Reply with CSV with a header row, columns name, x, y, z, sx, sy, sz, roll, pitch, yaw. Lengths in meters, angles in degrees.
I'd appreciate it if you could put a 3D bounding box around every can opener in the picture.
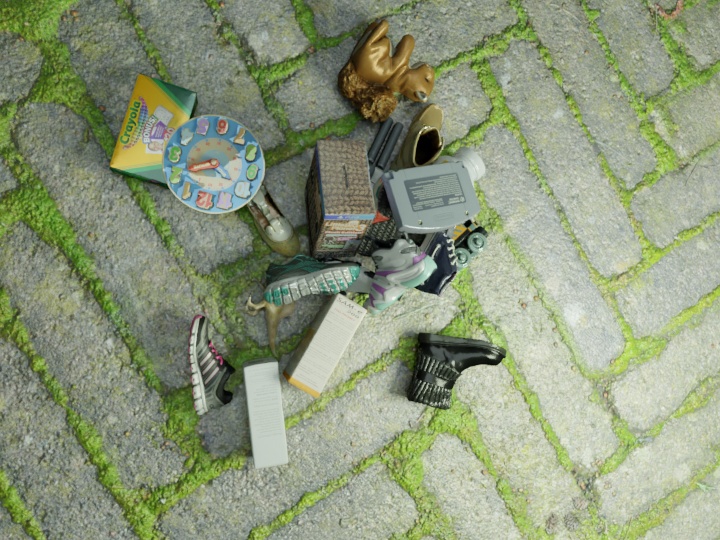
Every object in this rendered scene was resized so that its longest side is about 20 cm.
name,x,y,z,sx,sy,sz,roll,pitch,yaw
can opener,0.039,-0.245,1.316,0.052,0.066,0.201,27,77,-9

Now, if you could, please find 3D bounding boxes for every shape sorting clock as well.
name,x,y,z,sx,sy,sz,roll,pitch,yaw
shape sorting clock,-0.289,-0.211,1.188,0.199,0.039,0.201,0,89,-12

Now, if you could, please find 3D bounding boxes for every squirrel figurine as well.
name,x,y,z,sx,sy,sz,roll,pitch,yaw
squirrel figurine,0.060,-0.415,1.309,0.186,0.142,0.200,34,94,-20

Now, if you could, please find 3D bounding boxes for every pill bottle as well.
name,x,y,z,sx,sy,sz,roll,pitch,yaw
pill bottle,0.176,-0.179,1.317,0.200,0.112,0.112,-41,96,-12

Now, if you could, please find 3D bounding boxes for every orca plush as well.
name,x,y,z,sx,sy,sz,roll,pitch,yaw
orca plush,0.000,0.000,1.286,0.199,0.106,0.071,5,47,6

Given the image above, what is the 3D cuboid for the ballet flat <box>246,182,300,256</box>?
name,x,y,z,sx,sy,sz,roll,pitch,yaw
ballet flat,-0.192,-0.115,1.250,0.071,0.071,0.201,-34,95,-13

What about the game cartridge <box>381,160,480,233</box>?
name,x,y,z,sx,sy,sz,roll,pitch,yaw
game cartridge,0.145,-0.145,1.205,0.199,0.041,0.134,-13,86,-28

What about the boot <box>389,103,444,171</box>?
name,x,y,z,sx,sy,sz,roll,pitch,yaw
boot,0.143,-0.290,1.292,0.073,0.155,0.201,33,80,-9

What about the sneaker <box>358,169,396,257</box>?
name,x,y,z,sx,sy,sz,roll,pitch,yaw
sneaker,0.044,-0.123,1.287,0.070,0.094,0.200,13,125,-11

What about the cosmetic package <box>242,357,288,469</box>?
name,x,y,z,sx,sy,sz,roll,pitch,yaw
cosmetic package,-0.193,0.283,1.211,0.074,0.102,0.201,-8,90,-12

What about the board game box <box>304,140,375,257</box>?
name,x,y,z,sx,sy,sz,roll,pitch,yaw
board game box,-0.047,-0.137,1.197,0.096,0.200,0.160,-2,68,-13

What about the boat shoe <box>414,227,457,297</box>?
name,x,y,z,sx,sy,sz,roll,pitch,yaw
boat shoe,0.175,-0.038,1.247,0.092,0.075,0.201,30,84,24

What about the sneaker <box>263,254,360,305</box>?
name,x,y,z,sx,sy,sz,roll,pitch,yaw
sneaker,-0.102,0.001,1.213,0.199,0.078,0.092,-11,56,-5

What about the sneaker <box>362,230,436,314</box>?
name,x,y,z,sx,sy,sz,roll,pitch,yaw
sneaker,0.044,-0.007,1.201,0.140,0.200,0.078,51,34,1

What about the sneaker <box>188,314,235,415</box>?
name,x,y,z,sx,sy,sz,roll,pitch,yaw
sneaker,-0.297,0.186,1.207,0.087,0.074,0.201,-5,93,-13

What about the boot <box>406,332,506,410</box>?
name,x,y,z,sx,sy,sz,roll,pitch,yaw
boot,0.211,0.228,1.318,0.210,0.079,0.159,8,78,-2

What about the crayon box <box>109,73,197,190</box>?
name,x,y,z,sx,sy,sz,roll,pitch,yaw
crayon box,-0.414,-0.277,1.210,0.118,0.058,0.201,16,84,-12

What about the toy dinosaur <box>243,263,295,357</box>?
name,x,y,z,sx,sy,sz,roll,pitch,yaw
toy dinosaur,-0.187,0.076,1.245,0.101,0.058,0.201,14,84,-13

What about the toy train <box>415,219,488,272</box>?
name,x,y,z,sx,sy,sz,roll,pitch,yaw
toy train,0.191,-0.046,1.332,0.200,0.085,0.114,-42,87,-12

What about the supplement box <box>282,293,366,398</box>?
name,x,y,z,sx,sy,sz,roll,pitch,yaw
supplement box,-0.076,0.150,1.232,0.073,0.126,0.201,31,81,-9
